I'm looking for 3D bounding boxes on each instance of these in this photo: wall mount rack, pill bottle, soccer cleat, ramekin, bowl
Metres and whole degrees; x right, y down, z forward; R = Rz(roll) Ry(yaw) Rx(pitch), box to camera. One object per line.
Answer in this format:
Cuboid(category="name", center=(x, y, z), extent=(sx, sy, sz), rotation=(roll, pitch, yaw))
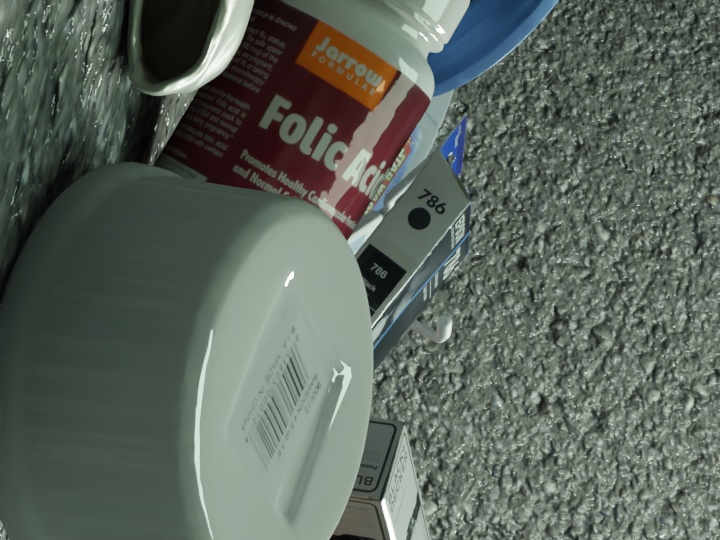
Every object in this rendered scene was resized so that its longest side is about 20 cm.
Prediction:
Cuboid(category="wall mount rack", center=(0.000, 0.000, 1.061), extent=(0.200, 0.074, 0.175), rotation=(-36, 138, -34))
Cuboid(category="pill bottle", center=(-0.030, -0.086, 0.915), extent=(0.201, 0.114, 0.114), rotation=(-59, 176, -1))
Cuboid(category="soccer cleat", center=(-0.065, -0.173, 0.777), extent=(0.078, 0.069, 0.201), rotation=(-61, 169, -65))
Cuboid(category="ramekin", center=(-0.072, 0.053, 0.761), extent=(0.200, 0.097, 0.202), rotation=(-18, 110, -63))
Cuboid(category="bowl", center=(0.065, -0.197, 1.019), extent=(0.200, 0.039, 0.201), rotation=(-37, -147, 29))

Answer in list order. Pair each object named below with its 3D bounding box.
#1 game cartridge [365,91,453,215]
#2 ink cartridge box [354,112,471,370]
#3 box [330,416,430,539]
Cuboid(category="game cartridge", center=(-0.019, -0.087, 1.114), extent=(0.041, 0.133, 0.201), rotation=(8, -120, 55))
Cuboid(category="ink cartridge box", center=(0.014, 0.010, 0.963), extent=(0.200, 0.039, 0.100), rotation=(-53, 168, -11))
Cuboid(category="box", center=(-0.017, 0.173, 1.096), extent=(0.201, 0.116, 0.060), rotation=(75, 28, -47))
